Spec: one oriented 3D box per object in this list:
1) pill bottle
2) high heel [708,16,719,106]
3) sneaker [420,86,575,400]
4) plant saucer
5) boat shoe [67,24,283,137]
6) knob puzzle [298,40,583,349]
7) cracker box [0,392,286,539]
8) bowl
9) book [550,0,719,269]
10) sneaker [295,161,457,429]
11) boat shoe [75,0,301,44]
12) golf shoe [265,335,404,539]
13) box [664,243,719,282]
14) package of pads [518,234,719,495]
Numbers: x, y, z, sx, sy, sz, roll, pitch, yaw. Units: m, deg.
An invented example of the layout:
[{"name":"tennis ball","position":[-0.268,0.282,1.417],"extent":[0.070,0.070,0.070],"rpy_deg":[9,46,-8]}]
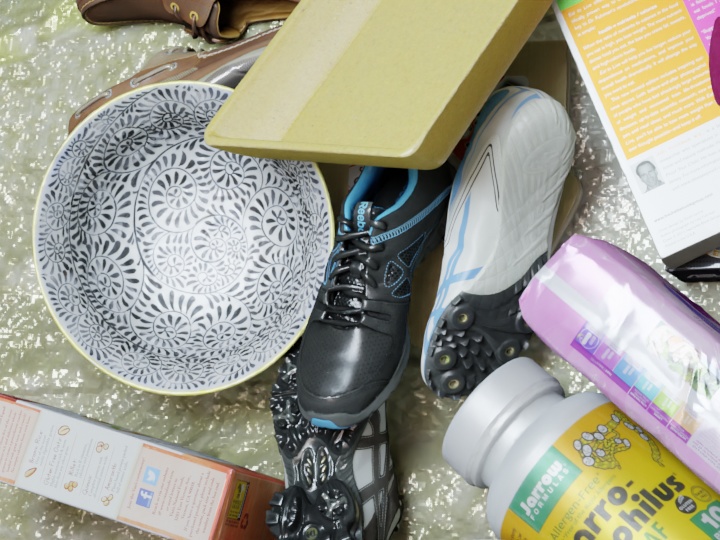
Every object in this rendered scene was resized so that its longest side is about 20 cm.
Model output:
[{"name":"pill bottle","position":[0.148,0.145,1.476],"extent":[0.200,0.113,0.113],"rpy_deg":[41,96,24]},{"name":"high heel","position":[0.304,-0.118,1.422],"extent":[0.198,0.067,0.097],"rpy_deg":[-9,81,-1]},{"name":"sneaker","position":[0.082,-0.017,1.535],"extent":[0.072,0.071,0.202],"rpy_deg":[31,106,65]},{"name":"plant saucer","position":[0.025,-0.133,1.517],"extent":[0.199,0.049,0.201],"rpy_deg":[7,55,47]},{"name":"boat shoe","position":[-0.119,-0.121,1.662],"extent":[0.199,0.076,0.072],"rpy_deg":[-26,57,11]},{"name":"knob puzzle","position":[0.054,-0.047,1.597],"extent":[0.218,0.030,0.222],"rpy_deg":[-4,79,23]},{"name":"cracker box","position":[-0.147,0.135,1.587],"extent":[0.199,0.134,0.058],"rpy_deg":[15,85,24]},{"name":"bowl","position":[-0.110,-0.020,1.613],"extent":[0.199,0.094,0.203],"rpy_deg":[0,89,6]},{"name":"book","position":[0.207,-0.121,1.494],"extent":[0.133,0.048,0.201],"rpy_deg":[-25,71,12]},{"name":"sneaker","position":[0.000,0.000,1.523],"extent":[0.073,0.082,0.201],"rpy_deg":[8,65,25]},{"name":"boat shoe","position":[-0.105,-0.191,1.669],"extent":[0.198,0.072,0.068],"rpy_deg":[-8,75,18]},{"name":"golf shoe","position":[-0.012,0.121,1.564],"extent":[0.077,0.095,0.202],"rpy_deg":[-1,65,25]},{"name":"box","position":[0.288,-0.077,1.499],"extent":[0.198,0.044,0.162],"rpy_deg":[-1,78,22]},{"name":"package of pads","position":[0.197,0.065,1.467],"extent":[0.200,0.120,0.076],"rpy_deg":[41,101,24]}]
